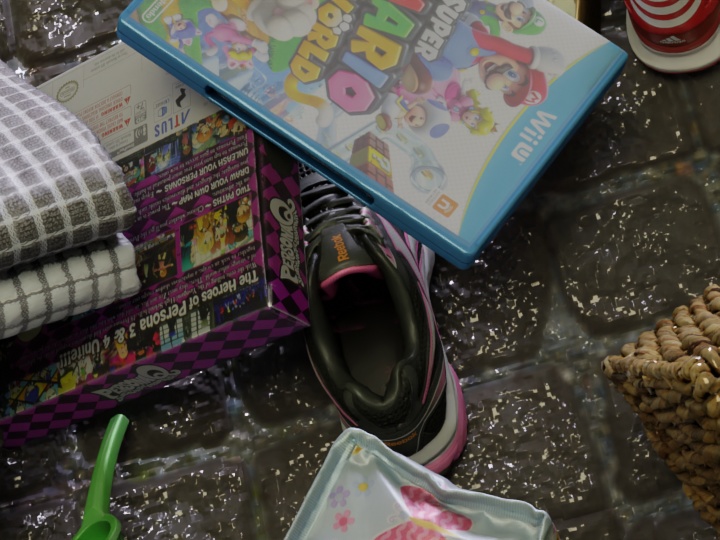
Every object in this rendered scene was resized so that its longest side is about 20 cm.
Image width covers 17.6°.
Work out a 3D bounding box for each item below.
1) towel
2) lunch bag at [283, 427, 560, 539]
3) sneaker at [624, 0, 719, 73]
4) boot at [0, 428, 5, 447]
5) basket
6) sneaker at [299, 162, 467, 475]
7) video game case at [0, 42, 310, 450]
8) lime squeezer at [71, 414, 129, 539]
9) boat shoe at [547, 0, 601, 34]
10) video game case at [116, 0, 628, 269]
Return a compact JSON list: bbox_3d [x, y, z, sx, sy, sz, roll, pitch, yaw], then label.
[{"bbox_3d":[-0.217,-0.037,1.091,0.165,0.086,0.200,-21,37,-25],"label":"towel"},{"bbox_3d":[0.005,0.192,0.967,0.127,0.170,0.200,20,72,25],"label":"lunch bag"},{"bbox_3d":[0.155,-0.209,1.151,0.078,0.116,0.200,-9,63,10],"label":"sneaker"},{"bbox_3d":[-0.236,0.074,1.116,0.131,0.200,0.070,16,101,-5],"label":"boot"},{"bbox_3d":[0.210,0.055,0.961,0.149,0.200,0.143,-35,91,-5],"label":"basket"},{"bbox_3d":[0.000,0.000,1.108,0.080,0.086,0.200,-24,61,1],"label":"sneaker"},{"bbox_3d":[-0.115,-0.026,1.137,0.200,0.036,0.181,-24,58,32],"label":"video game case"},{"bbox_3d":[-0.108,0.146,1.075,0.038,0.071,0.200,-45,52,38],"label":"lime squeezer"},{"bbox_3d":[0.088,-0.174,1.175,0.065,0.073,0.200,-1,67,12],"label":"boat shoe"},{"bbox_3d":[0.007,-0.106,1.094,0.200,0.018,0.143,34,62,9],"label":"video game case"}]
